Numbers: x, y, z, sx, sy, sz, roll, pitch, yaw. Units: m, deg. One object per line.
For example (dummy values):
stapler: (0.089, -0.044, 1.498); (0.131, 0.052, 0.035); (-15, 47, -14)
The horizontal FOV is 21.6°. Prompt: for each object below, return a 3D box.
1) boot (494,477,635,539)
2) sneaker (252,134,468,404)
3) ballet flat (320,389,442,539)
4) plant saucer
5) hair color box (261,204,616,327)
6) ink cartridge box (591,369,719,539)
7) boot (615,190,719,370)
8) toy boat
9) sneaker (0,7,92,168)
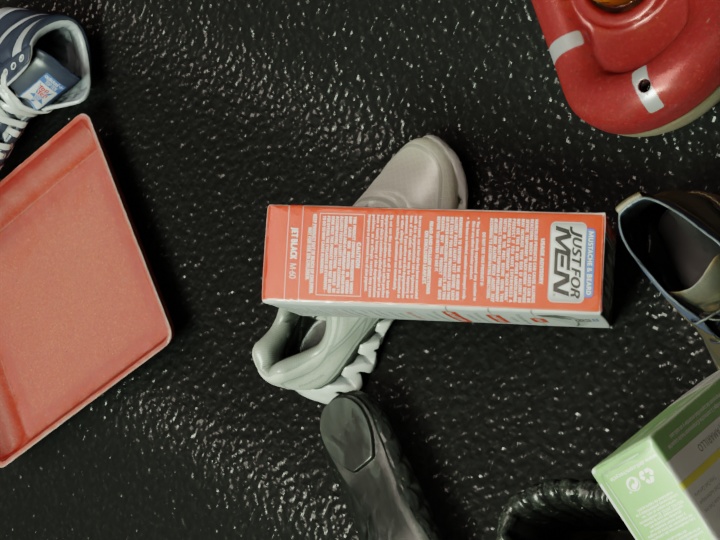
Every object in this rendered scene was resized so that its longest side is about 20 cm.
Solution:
boot: (0.115, 0.170, 1.081); (0.211, 0.158, 0.080); (-23, 71, 32)
sneaker: (0.000, 0.000, 1.236); (0.075, 0.081, 0.200); (40, 106, 34)
ballet flat: (0.028, 0.168, 1.211); (0.066, 0.057, 0.200); (-27, 71, 26)
plant saucer: (-0.230, 0.017, 1.427); (0.199, 0.037, 0.200); (-36, 64, 27)
hair color box: (0.051, -0.002, 1.136); (0.199, 0.111, 0.064); (3, 85, 11)
ink cartridge box: (0.216, 0.156, 0.982); (0.048, 0.145, 0.200); (-36, 84, 36)
boot: (0.213, 0.035, 1.065); (0.075, 0.097, 0.200); (-45, 61, 23)
toy boat: (0.147, -0.180, 1.118); (0.130, 0.131, 0.200); (-29, 68, 30)
sneaker: (-0.273, -0.111, 1.420); (0.108, 0.070, 0.200); (7, 70, 47)
